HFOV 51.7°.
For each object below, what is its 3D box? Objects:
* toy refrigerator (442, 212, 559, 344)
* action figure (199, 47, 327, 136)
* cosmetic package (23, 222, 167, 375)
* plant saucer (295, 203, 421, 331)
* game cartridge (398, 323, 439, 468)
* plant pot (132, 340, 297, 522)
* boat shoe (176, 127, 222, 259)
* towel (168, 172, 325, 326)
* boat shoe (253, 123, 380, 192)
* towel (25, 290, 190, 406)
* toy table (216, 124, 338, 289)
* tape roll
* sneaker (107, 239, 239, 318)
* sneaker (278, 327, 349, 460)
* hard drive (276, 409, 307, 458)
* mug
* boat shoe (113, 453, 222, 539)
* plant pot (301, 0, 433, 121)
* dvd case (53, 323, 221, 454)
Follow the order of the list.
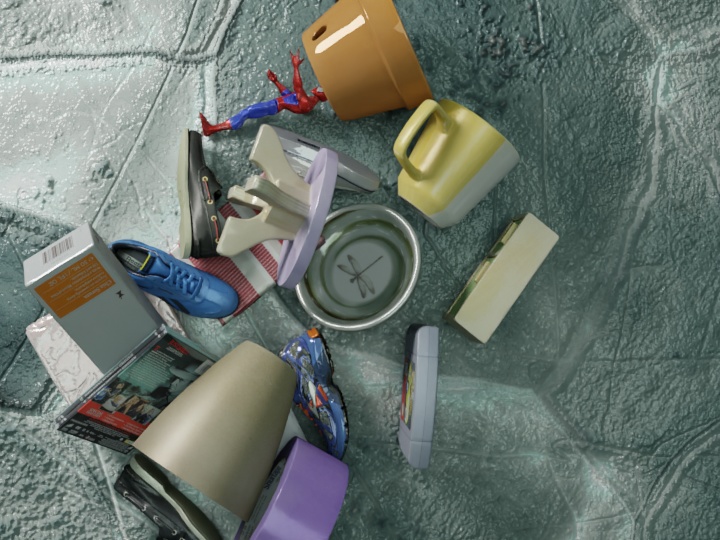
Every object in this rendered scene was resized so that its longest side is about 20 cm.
[{"bbox_3d":[0.213,0.010,1.148,0.070,0.076,0.201,37,85,-5],"label":"toy refrigerator"},{"bbox_3d":[-0.146,-0.268,1.112,0.197,0.065,0.100,-12,102,-7],"label":"action figure"},{"bbox_3d":[-0.346,0.049,0.996,0.101,0.071,0.201,-33,127,-7],"label":"cosmetic package"},{"bbox_3d":[0.000,0.000,1.109,0.197,0.050,0.203,-7,67,17],"label":"plant saucer"},{"bbox_3d":[0.086,0.181,1.098,0.040,0.133,0.203,5,87,-8],"label":"game cartridge"},{"bbox_3d":[-0.179,0.206,1.027,0.186,0.187,0.201,34,71,-5],"label":"plant pot"},{"bbox_3d":[-0.236,-0.113,1.088,0.062,0.074,0.204,-1,70,-21],"label":"boat shoe"},{"bbox_3d":[-0.170,-0.034,1.113,0.199,0.023,0.144,-40,82,-6],"label":"towel"},{"bbox_3d":[-0.070,-0.151,1.127,0.198,0.071,0.070,21,113,-10],"label":"boat shoe"},{"bbox_3d":[-0.355,0.115,1.092,0.199,0.032,0.192,-31,92,-9],"label":"towel"},{"bbox_3d":[-0.115,-0.089,1.027,0.116,0.183,0.203,20,72,-19],"label":"toy table"},{"bbox_3d":[-0.100,0.335,1.011,0.084,0.200,0.202,30,85,-6],"label":"tape roll"},{"bbox_3d":[-0.267,0.013,1.053,0.198,0.078,0.067,25,78,-3],"label":"sneaker"},{"bbox_3d":[-0.067,0.192,1.116,0.077,0.075,0.203,-17,83,1],"label":"sneaker"},{"bbox_3d":[-0.155,0.254,1.118,0.131,0.025,0.202,-26,92,-7],"label":"hard drive"},{"bbox_3d":[0.120,-0.159,1.109,0.186,0.149,0.154,37,93,-18],"label":"mug"},{"bbox_3d":[-0.278,0.360,1.076,0.066,0.074,0.199,-44,94,-4],"label":"boat shoe"},{"bbox_3d":[0.005,-0.310,1.081,0.139,0.200,0.202,-25,92,9],"label":"plant pot"},{"bbox_3d":[-0.303,0.171,1.040,0.199,0.146,0.022,-40,54,3],"label":"dvd case"}]
